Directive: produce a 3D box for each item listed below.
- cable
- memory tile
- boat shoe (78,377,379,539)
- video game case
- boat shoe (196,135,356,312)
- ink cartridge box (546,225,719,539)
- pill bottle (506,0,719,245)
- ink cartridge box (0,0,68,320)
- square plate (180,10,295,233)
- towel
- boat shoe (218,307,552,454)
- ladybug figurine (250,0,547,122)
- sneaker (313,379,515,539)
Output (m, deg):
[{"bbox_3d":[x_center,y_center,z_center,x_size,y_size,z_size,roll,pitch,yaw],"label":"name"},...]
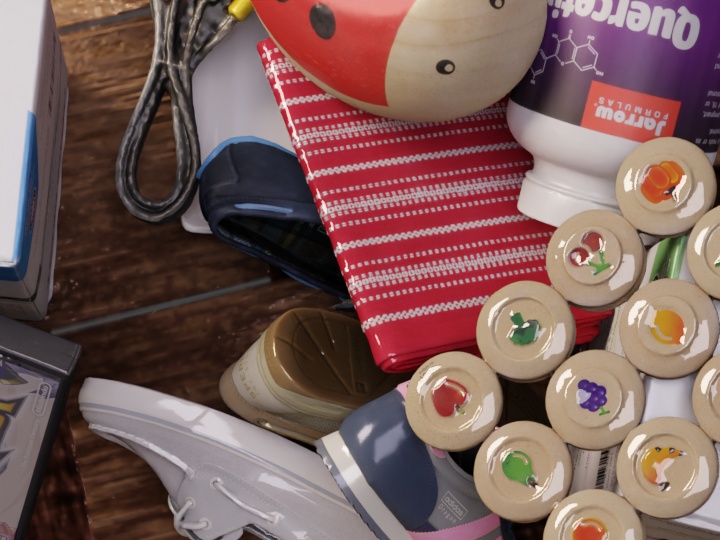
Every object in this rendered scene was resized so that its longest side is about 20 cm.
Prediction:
[{"bbox_3d":[-0.097,-0.128,1.545,0.097,0.050,0.200,25,78,3],"label":"cable"},{"bbox_3d":[0.131,0.045,1.384,0.200,0.017,0.153,-45,69,2],"label":"memory tile"},{"bbox_3d":[-0.065,0.120,1.534,0.200,0.072,0.069,25,80,-10],"label":"boat shoe"},{"bbox_3d":[-0.247,0.074,1.464,0.180,0.200,0.026,21,48,-1],"label":"video game case"},{"bbox_3d":[0.000,0.000,1.534,0.199,0.084,0.069,18,37,-12],"label":"boat shoe"},{"bbox_3d":[0.167,0.069,1.490,0.084,0.200,0.145,14,80,-6],"label":"ink cartridge box"},{"bbox_3d":[0.141,-0.119,1.470,0.112,0.112,0.201,13,100,-3],"label":"pill bottle"},{"bbox_3d":[-0.202,-0.060,1.479,0.083,0.200,0.146,4,81,-2],"label":"ink cartridge box"},{"bbox_3d":[-0.003,-0.118,1.591,0.197,0.028,0.201,-1,81,-4],"label":"square plate"},{"bbox_3d":[0.038,-0.043,1.513,0.144,0.022,0.200,-9,67,-28],"label":"towel"},{"bbox_3d":[0.017,0.075,1.526,0.200,0.065,0.072,17,53,-34],"label":"boat shoe"},{"bbox_3d":[0.006,-0.157,1.465,0.200,0.072,0.136,35,94,31],"label":"ladybug figurine"},{"bbox_3d":[0.060,0.128,1.485,0.082,0.200,0.070,-39,43,5],"label":"sneaker"}]
